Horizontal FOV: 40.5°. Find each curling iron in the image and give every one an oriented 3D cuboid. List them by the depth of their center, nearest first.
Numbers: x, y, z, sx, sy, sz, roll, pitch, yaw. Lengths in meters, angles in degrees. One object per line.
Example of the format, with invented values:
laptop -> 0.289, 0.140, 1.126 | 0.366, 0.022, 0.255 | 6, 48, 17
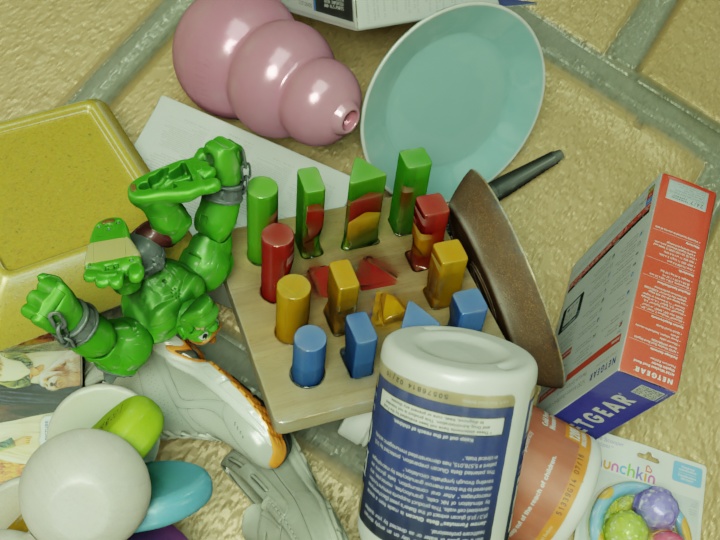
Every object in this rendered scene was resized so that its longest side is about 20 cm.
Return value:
curling iron -> 0.126, -0.067, 0.951 | 0.200, 0.026, 0.050 | -32, 39, -25

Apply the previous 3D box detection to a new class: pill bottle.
pill bottle -> 0.057, 0.149, 0.698 | 0.111, 0.111, 0.201 | 6, 103, -8
pill bottle -> 0.087, 0.144, 0.808 | 0.199, 0.112, 0.112 | 28, 65, 1

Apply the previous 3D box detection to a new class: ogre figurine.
ogre figurine -> -0.149, -0.002, 0.716 | 0.098, 0.120, 0.200 | 9, 49, 13

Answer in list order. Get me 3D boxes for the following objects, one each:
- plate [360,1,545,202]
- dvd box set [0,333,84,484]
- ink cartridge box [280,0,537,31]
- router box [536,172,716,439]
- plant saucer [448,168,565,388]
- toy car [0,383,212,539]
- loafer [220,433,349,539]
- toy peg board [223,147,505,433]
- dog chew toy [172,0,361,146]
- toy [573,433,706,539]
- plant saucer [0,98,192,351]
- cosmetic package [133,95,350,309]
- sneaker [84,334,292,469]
plate -> 0.084, -0.155, 0.911 | 0.200, 0.201, 0.026 | -20, 40, -18
dvd box set -> -0.325, 0.110, 0.787 | 0.199, 0.029, 0.147 | -1, 67, -12
ink cartridge box -> 0.031, -0.273, 0.933 | 0.199, 0.047, 0.198 | -17, 27, -26
router box -> 0.218, 0.043, 0.830 | 0.049, 0.200, 0.180 | 21, 66, -2
plant saucer -> 0.118, 0.012, 0.832 | 0.034, 0.200, 0.201 | -22, 72, -1
toy car -> -0.186, 0.188, 0.687 | 0.150, 0.175, 0.200 | 39, 90, -12
loafer -> -0.054, 0.195, 0.744 | 0.070, 0.070, 0.200 | -26, 32, -10
toy peg board -> 0.000, 0.000, 0.776 | 0.199, 0.098, 0.200 | -13, 51, -15
dog chew toy -> -0.080, -0.178, 0.888 | 0.200, 0.125, 0.124 | 36, 63, 29
toy -> 0.243, 0.241, 0.832 | 0.115, 0.047, 0.201 | 19, 65, -4
plant saucer -> -0.249, -0.057, 0.783 | 0.200, 0.049, 0.200 | -23, 66, -32
cosmetic package -> -0.123, -0.052, 0.886 | 0.199, 0.052, 0.151 | 24, 63, -1
sneaker -> -0.142, 0.113, 0.786 | 0.200, 0.076, 0.092 | 32, 80, 33
